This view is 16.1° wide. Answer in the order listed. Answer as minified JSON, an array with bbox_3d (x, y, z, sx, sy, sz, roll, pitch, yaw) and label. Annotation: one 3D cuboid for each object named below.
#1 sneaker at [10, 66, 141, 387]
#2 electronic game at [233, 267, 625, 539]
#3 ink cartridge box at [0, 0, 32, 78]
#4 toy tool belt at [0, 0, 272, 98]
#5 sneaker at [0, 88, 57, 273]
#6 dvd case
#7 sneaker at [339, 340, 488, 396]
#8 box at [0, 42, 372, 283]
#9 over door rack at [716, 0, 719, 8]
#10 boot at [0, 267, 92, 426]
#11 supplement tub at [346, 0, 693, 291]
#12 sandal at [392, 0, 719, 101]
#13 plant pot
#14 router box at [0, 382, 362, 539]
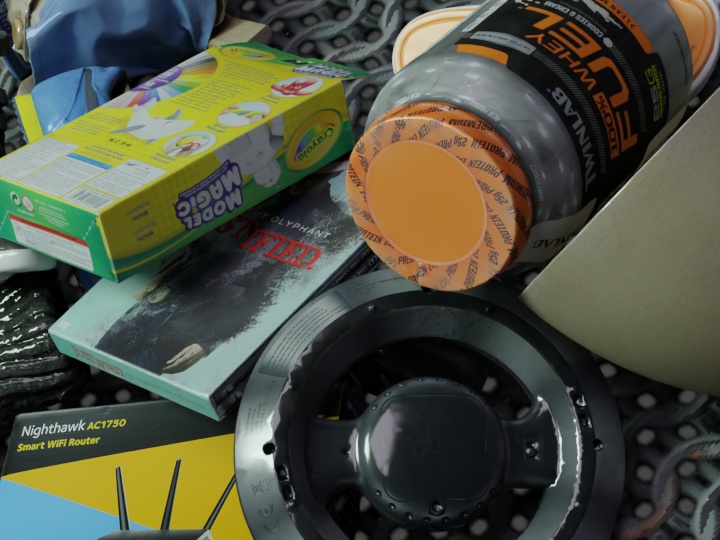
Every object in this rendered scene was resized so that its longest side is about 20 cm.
[{"bbox_3d":[-0.137,-0.032,1.467,0.078,0.066,0.200,-20,68,-4],"label":"sneaker"},{"bbox_3d":[0.035,0.094,1.286,0.200,0.042,0.200,2,73,-6],"label":"electronic game"},{"bbox_3d":[-0.218,-0.236,1.588,0.136,0.200,0.076,-37,49,-5],"label":"ink cartridge box"},{"bbox_3d":[-0.165,-0.146,1.545,0.200,0.125,0.123,-20,51,-14],"label":"toy tool belt"},{"bbox_3d":[-0.225,-0.057,1.465,0.071,0.099,0.200,-2,14,-25],"label":"sneaker"},{"bbox_3d":[-0.057,-0.009,1.382,0.200,0.022,0.146,-43,39,-24],"label":"dvd case"},{"bbox_3d":[0.000,0.000,1.401,0.200,0.076,0.116,14,59,32],"label":"sneaker"},{"bbox_3d":[-0.095,-0.067,1.394,0.200,0.048,0.117,-33,34,-31],"label":"box"},{"bbox_3d":[0.162,-0.260,1.472,0.067,0.148,0.200,-21,50,9],"label":"over door rack"},{"bbox_3d":[-0.250,0.028,1.485,0.158,0.079,0.211,-30,50,0],"label":"boot"},{"bbox_3d":[0.082,-0.075,1.311,0.122,0.123,0.200,8,31,29],"label":"supplement tub"},{"bbox_3d":[0.102,-0.123,1.441,0.207,0.059,0.079,-2,86,28],"label":"sandal"},{"bbox_3d":[0.196,-0.013,1.269,0.134,0.200,0.200,44,77,3],"label":"plant pot"},{"bbox_3d":[-0.102,0.141,1.351,0.200,0.051,0.149,-7,52,20],"label":"router box"}]
